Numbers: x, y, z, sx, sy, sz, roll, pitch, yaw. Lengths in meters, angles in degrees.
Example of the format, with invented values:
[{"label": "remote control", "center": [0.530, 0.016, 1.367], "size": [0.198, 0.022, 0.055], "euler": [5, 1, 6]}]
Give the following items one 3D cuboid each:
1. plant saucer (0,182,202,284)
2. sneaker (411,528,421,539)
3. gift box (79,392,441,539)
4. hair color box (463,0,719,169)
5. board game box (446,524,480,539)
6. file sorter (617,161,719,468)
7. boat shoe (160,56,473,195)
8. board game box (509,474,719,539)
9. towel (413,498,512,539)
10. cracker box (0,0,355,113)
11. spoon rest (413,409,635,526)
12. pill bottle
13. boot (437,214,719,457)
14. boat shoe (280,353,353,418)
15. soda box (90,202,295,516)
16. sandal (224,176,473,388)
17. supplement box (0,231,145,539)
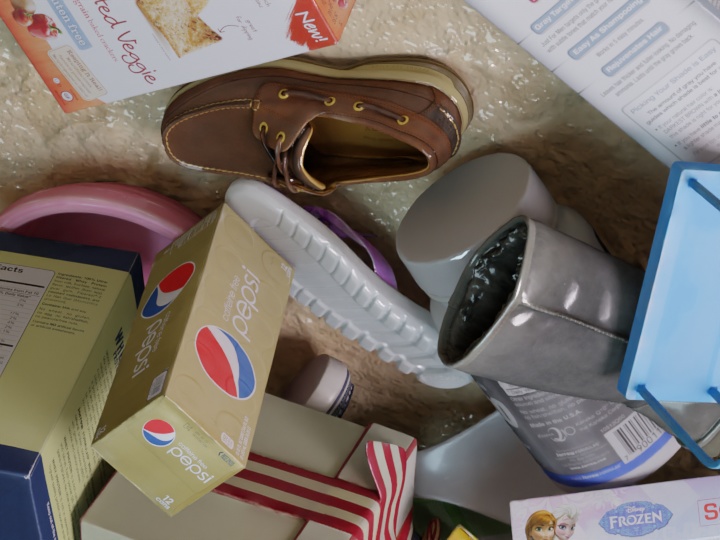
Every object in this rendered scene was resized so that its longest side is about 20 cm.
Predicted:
[{"label": "plant saucer", "center": [-0.154, 0.015, 1.574], "size": [0.199, 0.051, 0.201], "euler": [11, 135, 12]}, {"label": "sneaker", "center": [0.000, 0.235, 1.661], "size": [0.072, 0.083, 0.200], "euler": [49, 154, 9]}, {"label": "gift box", "center": [-0.062, 0.186, 1.499], "size": [0.186, 0.185, 0.201], "euler": [18, 137, 16]}, {"label": "hair color box", "center": [0.165, -0.131, 1.308], "size": [0.200, 0.061, 0.099], "euler": [37, 133, -16]}, {"label": "board game box", "center": [0.094, 0.207, 1.550], "size": [0.095, 0.030, 0.200], "euler": [39, 172, 7]}, {"label": "file sorter", "center": [0.266, 0.032, 1.296], "size": [0.199, 0.123, 0.139], "euler": [3, 112, -21]}, {"label": "boat shoe", "center": [-0.034, -0.083, 1.422], "size": [0.199, 0.068, 0.072], "euler": [-1, 131, 22]}, {"label": "board game box", "center": [0.211, 0.176, 1.508], "size": [0.199, 0.041, 0.200], "euler": [-9, 158, 14]}, {"label": "towel", "center": [0.105, 0.222, 1.694], "size": [0.149, 0.031, 0.201], "euler": [-8, 126, 24]}, {"label": "cracker box", "center": [-0.118, -0.176, 1.374], "size": [0.199, 0.058, 0.134], "euler": [-12, 127, 29]}, {"label": "spoon rest", "center": [0.088, 0.130, 1.574], "size": [0.199, 0.061, 0.100], "euler": [-6, 93, 28]}, {"label": "pill bottle", "center": [0.113, 0.032, 1.444], "size": [0.113, 0.114, 0.200], "euler": [-18, 123, 33]}, {"label": "boot", "center": [0.163, 0.009, 1.358], "size": [0.199, 0.073, 0.182], "euler": [26, 98, -24]}, {"label": "boat shoe", "center": [-0.028, 0.134, 1.626], "size": [0.092, 0.075, 0.200], "euler": [30, 142, -7]}, {"label": "soda box", "center": [-0.096, 0.049, 1.411], "size": [0.064, 0.200, 0.068], "euler": [-35, 113, 28]}, {"label": "sandal", "center": [-0.004, 0.002, 1.509], "size": [0.203, 0.050, 0.082], "euler": [41, 149, -18]}, {"label": "supplement box", "center": [-0.224, 0.114, 1.515], "size": [0.134, 0.200, 0.201], "euler": [9, 135, 12]}]
